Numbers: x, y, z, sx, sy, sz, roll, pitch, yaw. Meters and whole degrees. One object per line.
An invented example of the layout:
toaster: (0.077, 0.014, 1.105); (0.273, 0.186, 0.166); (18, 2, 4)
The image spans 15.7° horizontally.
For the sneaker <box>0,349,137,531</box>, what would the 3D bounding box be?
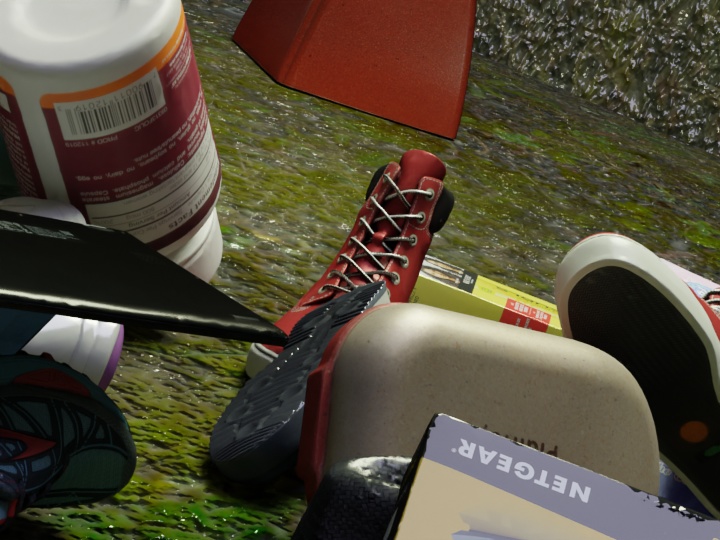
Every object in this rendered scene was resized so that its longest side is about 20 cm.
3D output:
sneaker: (-0.168, 0.088, 1.062); (0.200, 0.079, 0.096); (9, 38, -44)

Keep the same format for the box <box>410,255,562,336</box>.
box: (0.111, 0.047, 1.725); (0.200, 0.050, 0.075); (22, 11, 3)

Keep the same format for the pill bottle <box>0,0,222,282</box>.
pill bottle: (-0.139, -0.075, 1.449); (0.114, 0.200, 0.114); (-5, 46, 5)

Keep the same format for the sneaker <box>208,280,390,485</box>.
sneaker: (-0.012, 0.076, 1.357); (0.070, 0.082, 0.200); (-20, 14, 28)

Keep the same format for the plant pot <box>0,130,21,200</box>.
plant pot: (-0.233, -0.127, 1.559); (0.200, 0.161, 0.201); (5, -3, 0)

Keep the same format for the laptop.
laptop: (-0.173, 0.032, 1.118); (0.187, 0.116, 0.200); (9, 15, -44)

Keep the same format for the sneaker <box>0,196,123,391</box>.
sneaker: (-0.186, 0.002, 1.350); (0.100, 0.075, 0.200); (17, 12, -25)

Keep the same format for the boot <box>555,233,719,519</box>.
boot: (0.170, 0.029, 1.410); (0.200, 0.072, 0.144); (50, 25, -28)

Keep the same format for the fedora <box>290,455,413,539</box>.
fedora: (0.038, 0.134, 1.102); (0.200, 0.092, 0.201); (20, 11, -4)

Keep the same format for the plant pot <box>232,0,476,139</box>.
plant pot: (0.011, -0.265, 2.639); (0.200, 0.176, 0.200); (16, 13, -22)

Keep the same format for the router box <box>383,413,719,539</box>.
router box: (0.094, 0.160, 0.987); (0.200, 0.052, 0.157); (20, 50, -2)

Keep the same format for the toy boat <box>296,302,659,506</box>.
toy boat: (0.047, 0.096, 1.297); (0.200, 0.131, 0.131); (15, -16, -28)

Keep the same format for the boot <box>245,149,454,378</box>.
boot: (0.000, 0.000, 1.518); (0.072, 0.144, 0.200); (25, 14, 8)

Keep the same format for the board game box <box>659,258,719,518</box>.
board game box: (0.209, 0.091, 1.513); (0.200, 0.041, 0.199); (26, 41, 22)
